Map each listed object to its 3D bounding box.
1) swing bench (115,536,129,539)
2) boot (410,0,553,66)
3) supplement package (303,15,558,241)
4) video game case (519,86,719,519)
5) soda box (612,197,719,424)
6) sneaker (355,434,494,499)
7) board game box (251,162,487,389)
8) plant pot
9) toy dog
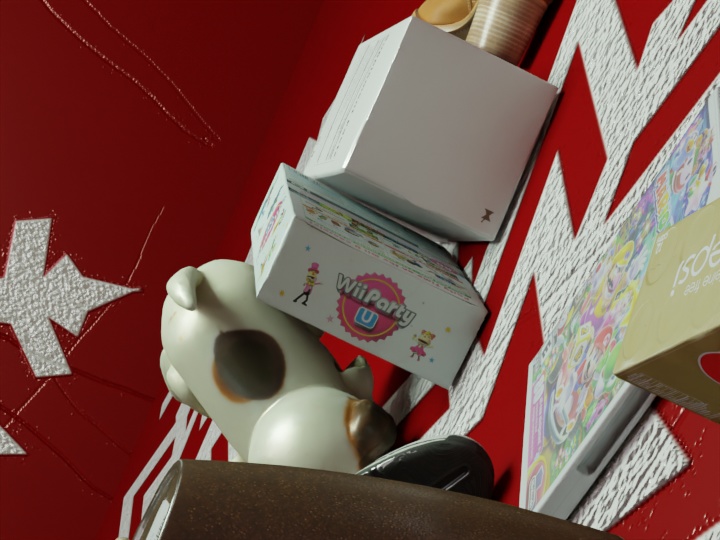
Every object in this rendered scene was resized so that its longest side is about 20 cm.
[{"bbox_3d":[-0.142,0.305,1.498,0.199,0.129,0.202,143,144,-70],"label":"swing bench"},{"bbox_3d":[0.112,-0.247,1.585,0.200,0.076,0.156,-144,77,-78],"label":"boot"},{"bbox_3d":[0.046,-0.098,1.452,0.121,0.120,0.200,-66,10,-3],"label":"supplement package"},{"bbox_3d":[0.134,0.023,0.989,0.201,0.018,0.144,-59,11,33],"label":"video game case"},{"bbox_3d":[0.166,0.004,0.727,0.068,0.064,0.200,-69,11,-18],"label":"soda box"},{"bbox_3d":[0.015,0.138,1.188,0.200,0.076,0.116,-44,7,34],"label":"sneaker"},{"bbox_3d":[0.000,0.000,1.389,0.065,0.147,0.200,-63,9,8],"label":"board game box"},{"bbox_3d":[-0.008,0.164,0.873,0.188,0.199,0.187,-61,10,20],"label":"plant pot"},{"bbox_3d":[-0.048,0.089,1.395,0.139,0.200,0.194,-31,-35,-7],"label":"toy dog"}]
